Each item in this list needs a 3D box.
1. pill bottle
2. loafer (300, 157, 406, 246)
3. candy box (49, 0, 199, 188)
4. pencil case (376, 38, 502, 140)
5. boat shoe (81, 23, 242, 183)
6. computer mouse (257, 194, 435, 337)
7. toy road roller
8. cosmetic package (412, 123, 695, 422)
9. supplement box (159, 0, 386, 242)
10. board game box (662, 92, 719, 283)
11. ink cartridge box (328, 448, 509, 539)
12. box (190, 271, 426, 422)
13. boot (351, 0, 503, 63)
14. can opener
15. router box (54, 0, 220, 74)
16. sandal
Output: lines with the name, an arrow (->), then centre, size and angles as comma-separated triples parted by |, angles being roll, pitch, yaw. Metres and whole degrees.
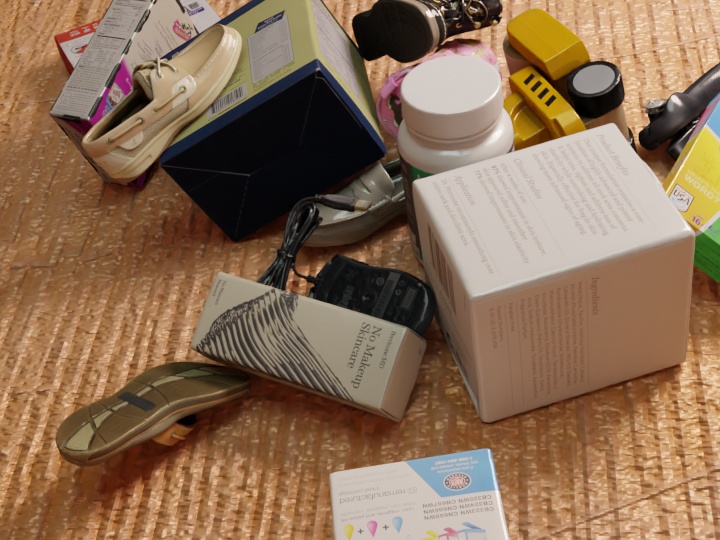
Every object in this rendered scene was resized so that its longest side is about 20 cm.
pill bottle -> 0.095, -0.100, 1.187 | 0.113, 0.201, 0.113 | -6, 43, 5
loafer -> 0.017, -0.084, 1.281 | 0.199, 0.070, 0.070 | -23, 44, -14
candy box -> -0.258, -0.215, 1.385 | 0.061, 0.136, 0.201 | 13, 65, 25
pencil case -> 0.089, -0.198, 1.333 | 0.086, 0.083, 0.200 | 12, 25, 20
boat shoe -> -0.200, -0.182, 1.235 | 0.200, 0.065, 0.072 | -49, 39, -8
computer mouse -> 0.000, 0.000, 1.192 | 0.199, 0.046, 0.141 | 12, 74, 30
toy road roller -> 0.192, -0.171, 1.307 | 0.146, 0.123, 0.200 | -30, 46, -4
cosmetic package -> 0.170, 0.001, 1.091 | 0.199, 0.167, 0.168 | -16, 43, -5
supplement box -> -0.100, -0.178, 1.308 | 0.199, 0.134, 0.200 | -28, 40, 16
board game box -> 0.373, -0.072, 1.170 | 0.153, 0.040, 0.200 | 36, 54, 1
ink cartridge box -> 0.053, 0.252, 0.876 | 0.128, 0.126, 0.200 | -9, 42, 1
box -> -0.048, 0.069, 1.111 | 0.199, 0.068, 0.082 | 14, 79, 23
boot -> 0.088, -0.281, 1.339 | 0.150, 0.073, 0.200 | -22, 10, -17
can opener -> 0.372, -0.187, 1.341 | 0.200, 0.079, 0.063 | -44, 14, -35
router box -> -0.268, -0.275, 1.553 | 0.199, 0.049, 0.180 | -24, 45, -15
sandal -> -0.185, 0.134, 1.094 | 0.080, 0.054, 0.200 | 22, 33, 36
